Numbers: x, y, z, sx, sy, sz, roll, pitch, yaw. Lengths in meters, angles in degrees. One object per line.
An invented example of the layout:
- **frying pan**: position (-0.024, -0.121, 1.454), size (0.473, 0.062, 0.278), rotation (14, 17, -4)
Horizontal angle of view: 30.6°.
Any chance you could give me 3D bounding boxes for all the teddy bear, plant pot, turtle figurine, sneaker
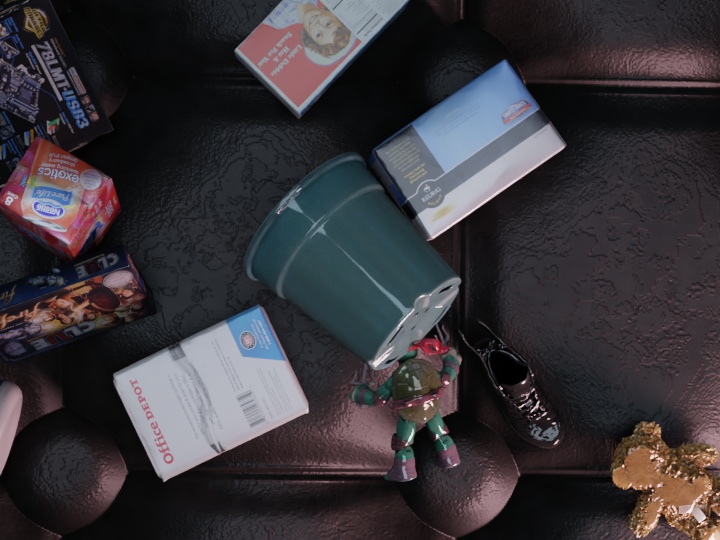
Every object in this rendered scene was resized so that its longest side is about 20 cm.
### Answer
- **teddy bear**: position (0.400, 0.276, 1.670), size (0.200, 0.067, 0.145), rotation (18, 98, -9)
- **plant pot**: position (0.000, 0.000, 1.557), size (0.200, 0.200, 0.196), rotation (-46, 75, -2)
- **turtle figurine**: position (0.061, 0.154, 1.637), size (0.149, 0.101, 0.200), rotation (-11, 96, -2)
- **sneaker**: position (0.189, 0.144, 1.634), size (0.060, 0.104, 0.200), rotation (-37, 91, -2)

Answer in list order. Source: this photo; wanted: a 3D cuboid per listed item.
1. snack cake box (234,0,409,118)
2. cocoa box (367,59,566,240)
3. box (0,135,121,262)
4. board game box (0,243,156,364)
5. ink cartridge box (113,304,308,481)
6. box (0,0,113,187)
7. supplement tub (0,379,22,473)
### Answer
- **snack cake box**: position (-0.048, -0.301, 1.645), size (0.115, 0.067, 0.200), rotation (44, 89, -3)
- **cocoa box**: position (0.125, -0.144, 1.618), size (0.200, 0.133, 0.131), rotation (-35, 91, -2)
- **box**: position (-0.354, -0.076, 1.563), size (0.100, 0.200, 0.096), rotation (31, 79, -2)
- **board game box**: position (-0.360, 0.043, 1.599), size (0.200, 0.136, 0.035), rotation (-19, 63, -2)
- **ink cartridge box**: position (-0.183, 0.148, 1.630), size (0.200, 0.084, 0.145), rotation (-25, 91, -2)
- **box**: position (-0.427, -0.211, 1.577), size (0.198, 0.050, 0.200), rotation (-31, 127, -12)
- **supplement tub**: position (-0.522, 0.180, 1.581), size (0.200, 0.145, 0.145), rotation (17, 89, -6)
